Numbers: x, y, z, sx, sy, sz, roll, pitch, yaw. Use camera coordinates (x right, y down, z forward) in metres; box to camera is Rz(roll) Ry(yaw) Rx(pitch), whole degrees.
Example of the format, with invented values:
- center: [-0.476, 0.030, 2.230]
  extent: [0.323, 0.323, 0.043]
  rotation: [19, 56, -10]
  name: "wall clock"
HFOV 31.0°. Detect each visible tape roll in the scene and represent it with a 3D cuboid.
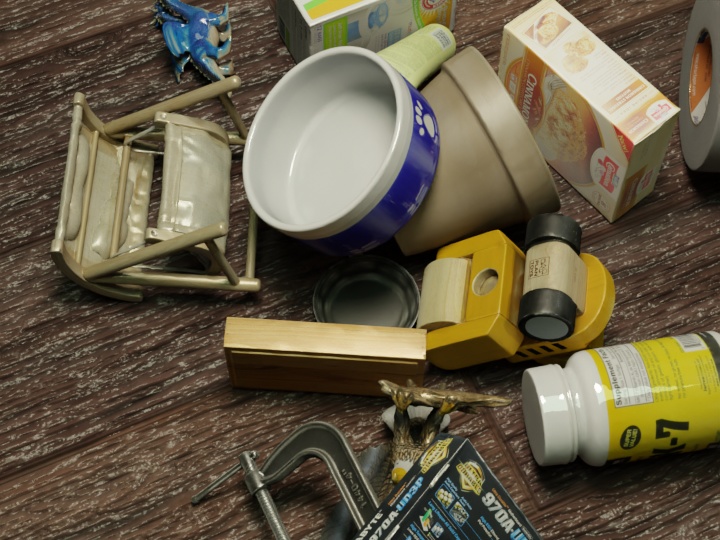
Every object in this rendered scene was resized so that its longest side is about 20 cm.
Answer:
- center: [0.401, -0.208, 1.412]
  extent: [0.065, 0.201, 0.203]
  rotation: [4, 60, 0]
  name: "tape roll"

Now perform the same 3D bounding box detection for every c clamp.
- center: [-0.056, 0.236, 1.215]
  extent: [0.171, 0.027, 0.201]
  rotation: [-45, 55, 12]
  name: "c clamp"

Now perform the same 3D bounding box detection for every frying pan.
- center: [-0.014, 0.009, 1.391]
  extent: [0.114, 0.031, 0.191]
  rotation: [-29, 61, -16]
  name: "frying pan"

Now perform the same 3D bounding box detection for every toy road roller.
- center: [0.169, 0.043, 1.339]
  extent: [0.198, 0.146, 0.124]
  rotation: [-15, 50, 34]
  name: "toy road roller"

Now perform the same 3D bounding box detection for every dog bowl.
- center: [-0.020, -0.120, 1.316]
  extent: [0.198, 0.079, 0.203]
  rotation: [-16, 62, 31]
  name: "dog bowl"

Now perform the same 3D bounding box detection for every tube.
- center: [0.052, -0.233, 1.462]
  extent: [0.057, 0.052, 0.200]
  rotation: [-15, 15, 27]
  name: "tube"

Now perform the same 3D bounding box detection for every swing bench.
- center: [-0.211, -0.083, 1.386]
  extent: [0.197, 0.130, 0.201]
  rotation: [-5, 60, 12]
  name: "swing bench"

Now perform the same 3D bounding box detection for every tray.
- center: [-0.034, 0.090, 1.305]
  extent: [0.197, 0.099, 0.037]
  rotation: [4, 61, 2]
  name: "tray"

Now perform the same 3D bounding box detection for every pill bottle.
- center: [0.265, 0.130, 1.276]
  extent: [0.197, 0.115, 0.116]
  rotation: [-8, 60, -5]
  name: "pill bottle"

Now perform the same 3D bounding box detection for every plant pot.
- center: [0.092, -0.108, 1.383]
  extent: [0.172, 0.200, 0.201]
  rotation: [-30, 63, 1]
  name: "plant pot"

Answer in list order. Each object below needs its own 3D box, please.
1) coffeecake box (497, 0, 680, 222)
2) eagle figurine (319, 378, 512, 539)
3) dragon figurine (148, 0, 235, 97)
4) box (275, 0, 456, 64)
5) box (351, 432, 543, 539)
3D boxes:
- center: [0.243, -0.176, 1.427]
  extent: [0.073, 0.154, 0.200]
  rotation: [-35, 66, -18]
  name: "coffeecake box"
- center: [0.048, 0.209, 1.241]
  extent: [0.151, 0.150, 0.203]
  rotation: [8, 92, 48]
  name: "eagle figurine"
- center: [-0.200, -0.263, 1.529]
  extent: [0.098, 0.059, 0.202]
  rotation: [-6, 60, -4]
  name: "dragon figurine"
- center: [0.008, -0.321, 1.534]
  extent: [0.198, 0.113, 0.102]
  rotation: [-23, 63, -14]
  name: "box"
- center: [0.089, 0.273, 1.161]
  extent: [0.159, 0.046, 0.201]
  rotation: [-47, 114, -22]
  name: "box"
